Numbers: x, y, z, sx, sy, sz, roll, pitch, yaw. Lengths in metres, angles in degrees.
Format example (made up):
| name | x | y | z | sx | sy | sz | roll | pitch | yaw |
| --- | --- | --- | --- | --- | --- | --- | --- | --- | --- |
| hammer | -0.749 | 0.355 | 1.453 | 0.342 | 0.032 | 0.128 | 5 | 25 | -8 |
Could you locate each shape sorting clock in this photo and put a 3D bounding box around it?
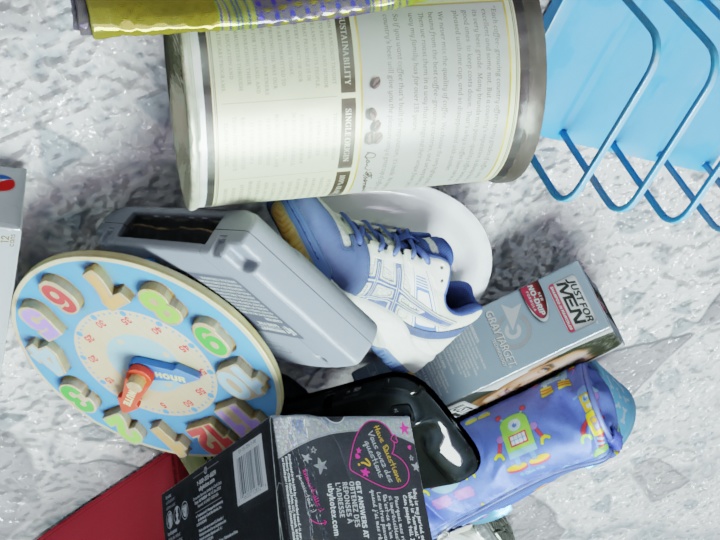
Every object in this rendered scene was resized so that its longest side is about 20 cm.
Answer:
| name | x | y | z | sx | sy | sz | roll | pitch | yaw |
| --- | --- | --- | --- | --- | --- | --- | --- | --- | --- |
| shape sorting clock | -0.148 | 0.065 | 0.741 | 0.199 | 0.039 | 0.200 | 10 | 139 | 9 |

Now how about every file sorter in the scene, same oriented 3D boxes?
| name | x | y | z | sx | sy | sz | roll | pitch | yaw |
| --- | --- | --- | --- | --- | --- | --- | --- | --- | --- |
| file sorter | 0.222 | -0.111 | 0.737 | 0.199 | 0.123 | 0.139 | 8 | 127 | -25 |

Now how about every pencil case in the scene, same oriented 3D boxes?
| name | x | y | z | sx | sy | sz | roll | pitch | yaw |
| --- | --- | --- | --- | --- | --- | --- | --- | --- | --- |
| pencil case | 0.116 | 0.151 | 0.870 | 0.200 | 0.087 | 0.078 | -29 | 144 | 16 |

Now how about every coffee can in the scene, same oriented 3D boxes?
| name | x | y | z | sx | sy | sz | roll | pitch | yaw |
| --- | --- | --- | --- | --- | --- | --- | --- | --- | --- |
| coffee can | -0.010 | -0.117 | 0.636 | 0.199 | 0.147 | 0.147 | -6 | 133 | -13 |

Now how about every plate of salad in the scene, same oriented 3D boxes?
| name | x | y | z | sx | sy | sz | roll | pitch | yaw |
| --- | --- | --- | --- | --- | --- | --- | --- | --- | --- |
| plate of salad | 0.000 | 0.000 | 0.816 | 0.199 | 0.048 | 0.201 | -4 | 137 | -4 |

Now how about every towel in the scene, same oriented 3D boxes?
| name | x | y | z | sx | sy | sz | roll | pitch | yaw |
| --- | --- | --- | --- | --- | --- | --- | --- | --- | --- |
| towel | -0.061 | -0.174 | 0.568 | 0.199 | 0.144 | 0.023 | -8 | 137 | -13 |

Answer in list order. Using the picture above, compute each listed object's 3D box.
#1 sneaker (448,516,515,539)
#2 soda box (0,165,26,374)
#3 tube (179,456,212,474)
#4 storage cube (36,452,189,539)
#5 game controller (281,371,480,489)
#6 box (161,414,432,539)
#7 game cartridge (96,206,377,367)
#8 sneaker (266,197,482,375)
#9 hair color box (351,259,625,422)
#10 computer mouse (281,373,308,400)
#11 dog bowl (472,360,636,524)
| name | x | y | z | sx | sy | sz | roll | pitch | yaw |
| --- | --- | --- | --- | --- | --- | --- | --- | --- | --- |
| sneaker | 0.081 | 0.259 | 1.073 | 0.099 | 0.078 | 0.200 | -33 | 127 | 24 |
| soda box | -0.271 | 0.024 | 0.731 | 0.063 | 0.068 | 0.200 | 6 | 129 | -19 |
| tube | -0.137 | 0.110 | 0.864 | 0.058 | 0.052 | 0.200 | -29 | 133 | -8 |
| storage cube | -0.164 | 0.301 | 0.945 | 0.200 | 0.180 | 0.171 | -35 | 132 | 13 |
| game controller | -0.002 | 0.133 | 0.827 | 0.200 | 0.042 | 0.104 | -20 | 124 | 44 |
| box | -0.048 | 0.190 | 0.755 | 0.114 | 0.133 | 0.200 | 5 | 153 | -31 |
| game cartridge | -0.082 | 0.011 | 0.707 | 0.133 | 0.200 | 0.042 | 39 | 70 | -33 |
| sneaker | 0.013 | -0.008 | 0.736 | 0.088 | 0.075 | 0.200 | -35 | 138 | 8 |
| hair color box | 0.104 | 0.071 | 0.864 | 0.199 | 0.061 | 0.099 | -28 | 161 | 13 |
| computer mouse | -0.057 | 0.142 | 0.943 | 0.058 | 0.034 | 0.200 | -13 | 142 | 6 |
| dog bowl | 0.144 | 0.144 | 0.959 | 0.200 | 0.112 | 0.050 | -30 | 120 | 10 |
